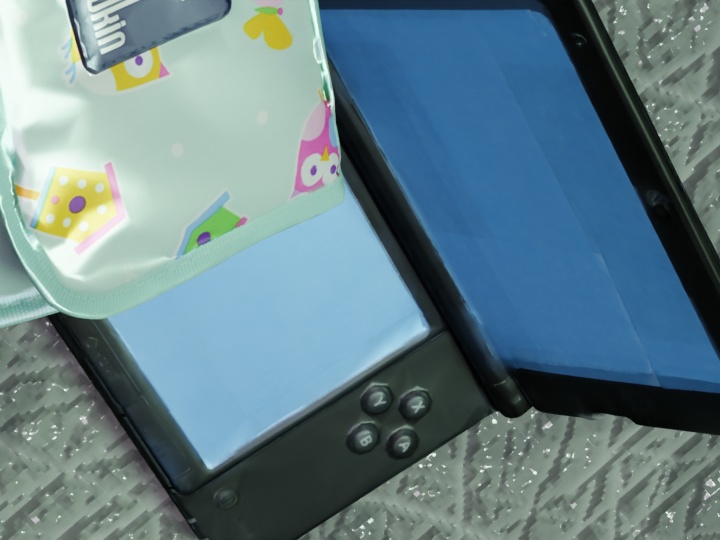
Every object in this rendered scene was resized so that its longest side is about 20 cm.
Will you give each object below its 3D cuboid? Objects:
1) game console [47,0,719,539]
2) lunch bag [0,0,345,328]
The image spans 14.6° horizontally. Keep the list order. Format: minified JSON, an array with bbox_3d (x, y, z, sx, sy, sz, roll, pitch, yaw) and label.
[{"bbox_3d":[0.000,0.000,0.828,0.175,0.116,0.200,-32,121,-3],"label":"game console"},{"bbox_3d":[-0.109,-0.073,0.721,0.199,0.122,0.171,-11,112,2],"label":"lunch bag"}]
